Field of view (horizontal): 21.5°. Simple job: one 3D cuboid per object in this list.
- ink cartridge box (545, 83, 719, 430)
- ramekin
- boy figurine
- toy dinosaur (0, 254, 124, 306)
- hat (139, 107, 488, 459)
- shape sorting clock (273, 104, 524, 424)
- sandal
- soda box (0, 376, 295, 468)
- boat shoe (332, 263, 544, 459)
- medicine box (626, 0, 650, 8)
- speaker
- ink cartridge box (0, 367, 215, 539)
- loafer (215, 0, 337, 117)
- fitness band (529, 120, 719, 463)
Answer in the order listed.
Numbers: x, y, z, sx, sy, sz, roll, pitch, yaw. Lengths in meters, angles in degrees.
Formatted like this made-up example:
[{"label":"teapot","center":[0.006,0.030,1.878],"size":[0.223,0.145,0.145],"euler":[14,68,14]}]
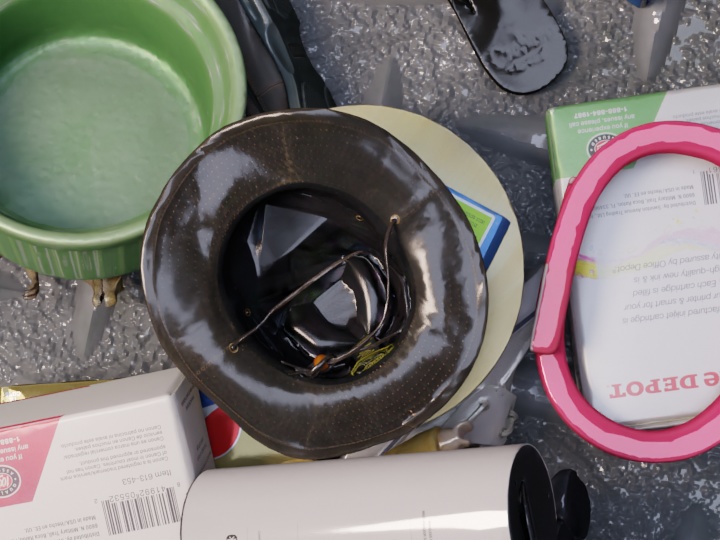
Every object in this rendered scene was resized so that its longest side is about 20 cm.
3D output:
[{"label":"ink cartridge box","center":[0.197,-0.005,1.173],"size":[0.144,0.088,0.202],"euler":[-8,83,4]},{"label":"ramekin","center":[-0.170,-0.092,1.164],"size":[0.198,0.098,0.201],"euler":[2,70,-4]},{"label":"boy figurine","center":[0.034,0.141,1.115],"size":[0.199,0.065,0.125],"euler":[5,58,25]},{"label":"toy dinosaur","center":[-0.210,-0.054,1.230],"size":[0.100,0.058,0.201],"euler":[-16,72,-9]},{"label":"hat","center":[-0.024,0.003,1.091],"size":[0.199,0.081,0.202],"euler":[0,96,1]},{"label":"shape sorting clock","center":[0.000,0.000,1.148],"size":[0.198,0.039,0.202],"euler":[0,88,2]},{"label":"sandal","center":[0.068,-0.206,1.222],"size":[0.075,0.045,0.201],"euler":[-34,83,0]},{"label":"soda box","center":[-0.123,0.098,1.193],"size":[0.198,0.068,0.065],"euler":[-5,85,3]},{"label":"boat shoe","center":[0.064,0.085,1.184],"size":[0.070,0.071,0.200],"euler":[44,91,-2]},{"label":"medicine box","center":[0.200,-0.283,1.152],"size":[0.103,0.182,0.200],"euler":[39,87,7]},{"label":"speaker","center":[0.005,0.142,1.041],"size":[0.199,0.081,0.082],"euler":[-8,83,24]},{"label":"ink cartridge box","center":[-0.151,0.173,1.124],"size":[0.144,0.084,0.201],"euler":[-11,98,5]},{"label":"loafer","center":[-0.057,-0.111,1.217],"size":[0.063,0.072,0.201],"euler":[-26,78,21]},{"label":"fitness band","center":[0.178,0.013,1.115],"size":[0.143,0.037,0.201],"euler":[14,88,3]}]
